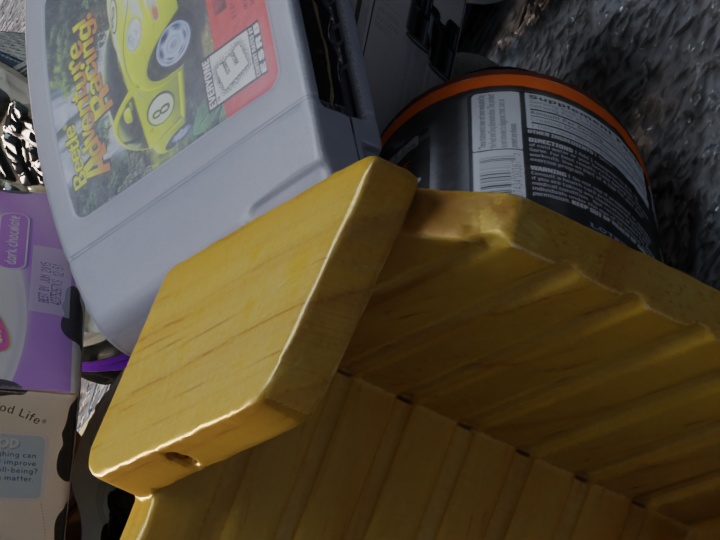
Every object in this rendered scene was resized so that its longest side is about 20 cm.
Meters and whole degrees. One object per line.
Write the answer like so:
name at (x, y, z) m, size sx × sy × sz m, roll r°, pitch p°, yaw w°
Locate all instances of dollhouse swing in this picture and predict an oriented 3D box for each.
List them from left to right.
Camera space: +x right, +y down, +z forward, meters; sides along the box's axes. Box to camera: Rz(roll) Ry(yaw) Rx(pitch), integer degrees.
dollhouse swing at (0.029, 0.102, 0.830) m, size 0.182 × 0.200 × 0.176 m, roll -27°, pitch 42°, yaw 58°

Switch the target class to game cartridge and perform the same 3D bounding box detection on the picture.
game cartridge at (-0.061, -0.076, 1.029) m, size 0.133 × 0.041 × 0.200 m, roll -36°, pitch 54°, yaw 37°

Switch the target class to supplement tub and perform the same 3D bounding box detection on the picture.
supplement tub at (0.050, -0.003, 1.008) m, size 0.107 × 0.107 × 0.200 m, roll -57°, pitch 12°, yaw 21°

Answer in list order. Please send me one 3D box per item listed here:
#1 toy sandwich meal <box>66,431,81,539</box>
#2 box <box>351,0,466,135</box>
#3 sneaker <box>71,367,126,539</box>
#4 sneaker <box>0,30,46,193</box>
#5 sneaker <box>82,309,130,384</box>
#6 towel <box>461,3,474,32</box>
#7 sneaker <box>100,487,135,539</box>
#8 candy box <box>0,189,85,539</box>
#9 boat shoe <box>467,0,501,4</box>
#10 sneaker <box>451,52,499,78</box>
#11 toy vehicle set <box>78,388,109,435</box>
toy sandwich meal at (-0.191, 0.140, 1.323) m, size 0.205 × 0.070 × 0.205 m, roll -29°, pitch 12°, yaw 7°
box at (-0.016, -0.051, 1.091) m, size 0.117 × 0.060 × 0.200 m, roll 33°, pitch -112°, yaw -70°
sneaker at (-0.064, 0.100, 1.171) m, size 0.074 × 0.082 × 0.200 m, roll -48°, pitch -20°, yaw -32°
sneaker at (-0.099, -0.061, 1.220) m, size 0.086 × 0.200 × 0.078 m, roll -51°, pitch -26°, yaw -37°
sneaker at (-0.052, -0.014, 1.273) m, size 0.200 × 0.100 × 0.070 m, roll -28°, pitch 61°, yaw -6°
towel at (0.035, -0.144, 1.333) m, size 0.200 × 0.023 × 0.144 m, roll -64°, pitch 22°, yaw 5°
sneaker at (-0.062, 0.114, 1.071) m, size 0.079 × 0.200 × 0.075 m, roll -29°, pitch 51°, yaw -9°
candy box at (-0.145, 0.091, 1.100) m, size 0.168 × 0.071 × 0.200 m, roll -97°, pitch 13°, yaw -64°
boat shoe at (0.085, -0.204, 1.206) m, size 0.200 × 0.074 × 0.067 m, roll -67°, pitch 21°, yaw -6°
sneaker at (0.000, 0.000, 1.196) m, size 0.200 × 0.070 × 0.080 m, roll -63°, pitch 18°, yaw 6°
toy vehicle set at (-0.091, 0.077, 1.386) m, size 0.200 × 0.026 × 0.124 m, roll -54°, pitch 24°, yaw 28°
